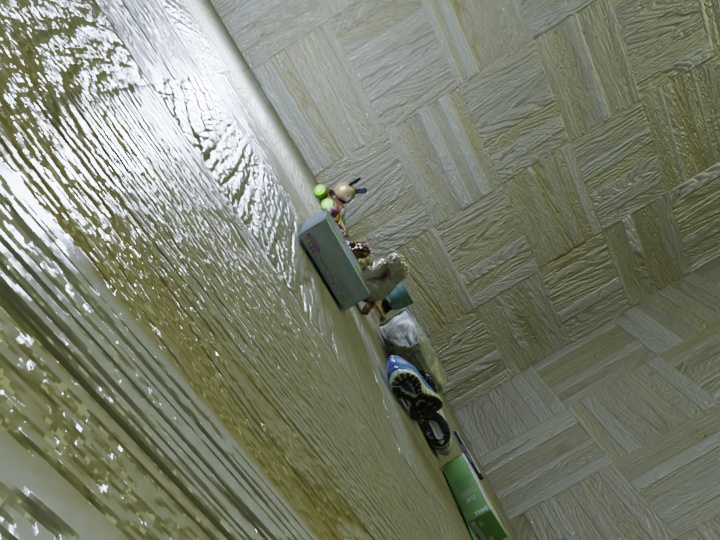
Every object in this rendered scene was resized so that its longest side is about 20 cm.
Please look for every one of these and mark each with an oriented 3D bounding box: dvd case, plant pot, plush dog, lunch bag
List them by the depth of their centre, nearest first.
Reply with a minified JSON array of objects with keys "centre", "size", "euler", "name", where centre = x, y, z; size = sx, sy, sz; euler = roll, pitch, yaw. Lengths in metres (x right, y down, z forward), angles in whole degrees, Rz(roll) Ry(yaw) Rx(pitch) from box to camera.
[{"centre":[0.000,0.000,1.336],"size":[0.172,0.161,0.200],"euler":[45,-22,-12],"name":"plush dog"},{"centre":[0.139,0.223,1.397],"size":[0.165,0.117,0.200],"euler":[60,-2,-21],"name":"lunch bag"},{"centre":[0.111,0.079,2.146],"size":[0.202,0.133,0.200],"euler":[60,4,-6],"name":"plant pot"},{"centre":[0.469,0.802,2.289],"size":[0.201,0.025,0.151],"euler":[63,4,34],"name":"dvd case"}]

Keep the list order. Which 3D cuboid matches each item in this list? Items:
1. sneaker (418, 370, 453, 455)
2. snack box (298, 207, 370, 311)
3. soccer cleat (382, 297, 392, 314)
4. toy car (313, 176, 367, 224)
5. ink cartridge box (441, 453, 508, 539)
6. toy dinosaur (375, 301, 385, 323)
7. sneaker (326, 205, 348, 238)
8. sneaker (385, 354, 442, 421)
[{"centre":[0.165,0.345,1.251],"size":[0.116,0.075,0.202],"euler":[69,3,-48],"name":"sneaker"},{"centre":[-0.053,-0.030,1.056],"size":[0.170,0.067,0.200],"euler":[60,2,-12],"name":"snack box"},{"centre":[0.063,0.088,1.953],"size":[0.086,0.069,0.201],"euler":[46,-15,36],"name":"soccer cleat"},{"centre":[-0.066,-0.300,2.171],"size":[0.159,0.198,0.164],"euler":[61,3,29],"name":"toy car"},{"centre":[0.242,0.491,1.077],"size":[0.104,0.059,0.201],"euler":[58,3,-30],"name":"ink cartridge box"},{"centre":[0.044,0.090,1.638],"size":[0.102,0.058,0.200],"euler":[64,4,37],"name":"toy dinosaur"},{"centre":[-0.073,-0.121,1.525],"size":[0.091,0.075,0.200],"euler":[55,3,11],"name":"sneaker"},{"centre":[0.111,0.241,1.106],"size":[0.201,0.078,0.090],"euler":[57,6,-40],"name":"sneaker"}]
